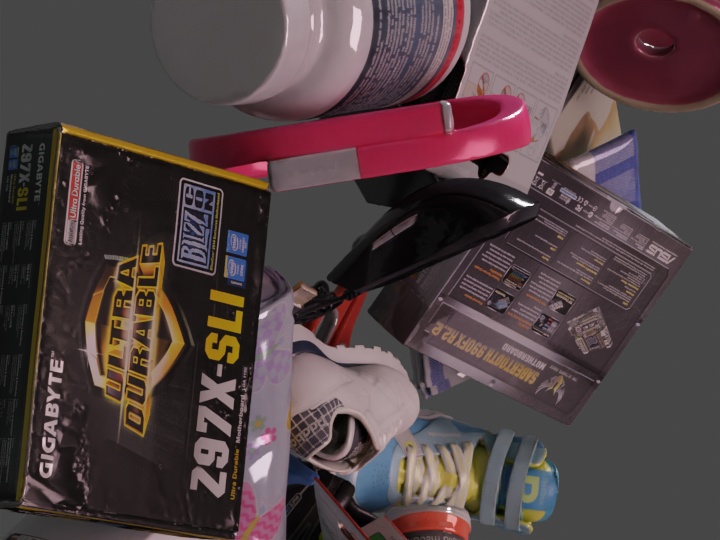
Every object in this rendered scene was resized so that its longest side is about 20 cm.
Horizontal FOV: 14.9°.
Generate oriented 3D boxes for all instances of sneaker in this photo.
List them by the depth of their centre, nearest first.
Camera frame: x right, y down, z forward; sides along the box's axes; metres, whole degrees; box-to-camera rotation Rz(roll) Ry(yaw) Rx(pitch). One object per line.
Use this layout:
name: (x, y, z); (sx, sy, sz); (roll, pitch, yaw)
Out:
sneaker: (-0.011, 0.095, 1.750); (0.076, 0.081, 0.200); (-45, 156, 15)
sneaker: (-0.018, 0.202, 1.813); (0.071, 0.082, 0.200); (-57, 148, -35)
sneaker: (0.061, 0.137, 1.885); (0.200, 0.130, 0.080); (-4, 107, -61)
sneaker: (0.039, 0.223, 1.890); (0.200, 0.076, 0.082); (83, 5, -68)

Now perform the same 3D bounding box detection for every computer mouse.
computer mouse: (0.005, -0.012, 1.684); (0.140, 0.199, 0.046); (-16, 83, -58)

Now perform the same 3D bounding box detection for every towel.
towel: (0.115, -0.005, 1.947); (0.199, 0.024, 0.148); (-26, 132, -22)

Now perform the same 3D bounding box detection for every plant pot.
plant pot: (0.217, -0.217, 1.911); (0.200, 0.199, 0.180); (66, 29, -50)

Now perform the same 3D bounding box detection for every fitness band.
fitness band: (0.000, -0.076, 1.600); (0.144, 0.198, 0.038); (-89, 171, -84)

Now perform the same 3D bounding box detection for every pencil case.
pencil case: (-0.085, 0.092, 1.628); (0.090, 0.083, 0.201); (-9, 115, -22)

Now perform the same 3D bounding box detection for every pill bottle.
pill bottle: (-0.030, -0.147, 1.588); (0.200, 0.119, 0.120); (-16, 116, -61)

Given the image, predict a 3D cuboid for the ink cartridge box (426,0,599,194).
ink cartridge box: (0.090, -0.149, 1.748); (0.160, 0.047, 0.201); (20, 90, -63)

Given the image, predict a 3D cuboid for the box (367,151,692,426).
box: (0.120, 0.006, 1.907); (0.200, 0.048, 0.159); (26, 102, -45)

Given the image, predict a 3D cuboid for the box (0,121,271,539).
box: (-0.126, 0.037, 1.477); (0.159, 0.049, 0.202); (16, 76, -47)

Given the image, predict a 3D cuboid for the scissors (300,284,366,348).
scissors: (0.000, 0.000, 1.831); (0.201, 0.014, 0.073); (-66, 150, -18)

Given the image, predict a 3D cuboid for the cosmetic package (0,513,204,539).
cosmetic package: (-0.159, 0.170, 1.523); (0.200, 0.082, 0.051); (-45, 140, -47)

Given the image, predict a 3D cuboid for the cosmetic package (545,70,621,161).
cosmetic package: (0.142, -0.068, 2.014); (0.105, 0.071, 0.201); (-57, 147, -34)

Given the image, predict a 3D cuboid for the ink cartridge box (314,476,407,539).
ink cartridge box: (0.028, 0.216, 1.721); (0.050, 0.109, 0.201); (-27, 135, -18)

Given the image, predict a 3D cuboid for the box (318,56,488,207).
box: (0.051, -0.156, 1.790); (0.201, 0.078, 0.141); (-65, 148, -23)
